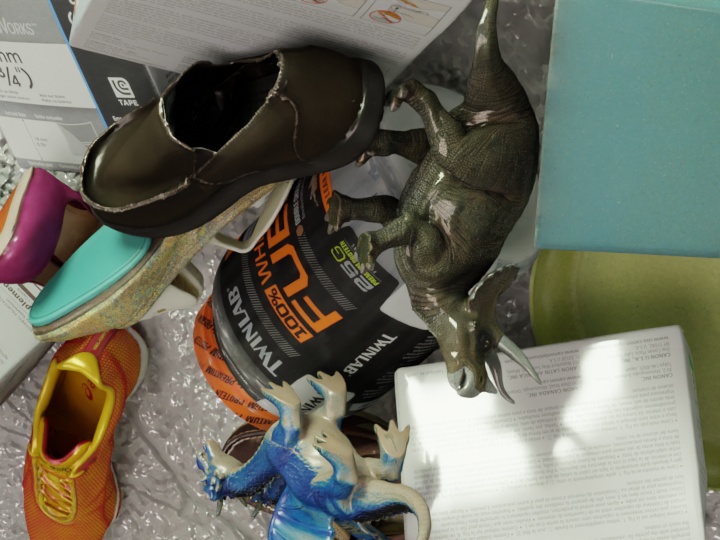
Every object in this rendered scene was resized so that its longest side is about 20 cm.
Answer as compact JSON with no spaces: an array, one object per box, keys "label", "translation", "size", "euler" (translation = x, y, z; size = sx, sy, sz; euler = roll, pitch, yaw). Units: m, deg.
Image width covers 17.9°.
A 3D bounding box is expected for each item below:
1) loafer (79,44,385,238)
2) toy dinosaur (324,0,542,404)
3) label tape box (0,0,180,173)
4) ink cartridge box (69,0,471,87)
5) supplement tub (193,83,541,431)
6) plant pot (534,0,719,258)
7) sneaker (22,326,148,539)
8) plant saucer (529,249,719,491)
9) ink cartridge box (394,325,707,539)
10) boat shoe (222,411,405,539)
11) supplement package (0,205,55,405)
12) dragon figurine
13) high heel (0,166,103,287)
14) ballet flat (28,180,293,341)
[{"label":"loafer","translation":[-0.078,-0.075,1.134],"size":[0.199,0.074,0.071],"euler":[-20,145,39]},{"label":"toy dinosaur","translation":[0.047,-0.042,1.123],"size":[0.077,0.102,0.202],"euler":[26,105,64]},{"label":"label tape box","translation":[-0.162,-0.149,1.258],"size":[0.143,0.063,0.201],"euler":[6,132,37]},{"label":"ink cartridge box","translation":[-0.043,-0.141,1.089],"size":[0.161,0.051,0.200],"euler":[13,160,-15]},{"label":"supplement tub","translation":[0.000,0.000,1.257],"size":[0.123,0.123,0.200],"euler":[45,127,-2]},{"label":"plant pot","translation":[0.194,-0.091,1.093],"size":[0.198,0.142,0.142],"euler":[8,121,9]},{"label":"sneaker","translation":[-0.189,0.117,1.452],"size":[0.073,0.077,0.201],"euler":[22,126,13]},{"label":"plant saucer","translation":[0.188,0.026,1.229],"size":[0.198,0.031,0.202],"euler":[12,121,21]},{"label":"ink cartridge box","translation":[0.103,0.138,1.191],"size":[0.160,0.050,0.202],"euler":[-9,70,14]},{"label":"boat shoe","translation":[-0.005,0.121,1.299],"size":[0.199,0.072,0.073],"euler":[11,97,30]},{"label":"supplement package","translation":[-0.296,0.011,1.411],"size":[0.200,0.111,0.156],"euler":[45,139,0]},{"label":"dragon figurine","translation":[-0.015,0.121,1.198],"size":[0.200,0.059,0.100],"euler":[35,127,43]},{"label":"high heel","translation":[-0.162,-0.012,1.304],"size":[0.096,0.200,0.068],"euler":[32,99,-7]},{"label":"ballet flat","translation":[-0.094,-0.020,1.227],"size":[0.071,0.071,0.200],"euler":[44,104,-1]}]
